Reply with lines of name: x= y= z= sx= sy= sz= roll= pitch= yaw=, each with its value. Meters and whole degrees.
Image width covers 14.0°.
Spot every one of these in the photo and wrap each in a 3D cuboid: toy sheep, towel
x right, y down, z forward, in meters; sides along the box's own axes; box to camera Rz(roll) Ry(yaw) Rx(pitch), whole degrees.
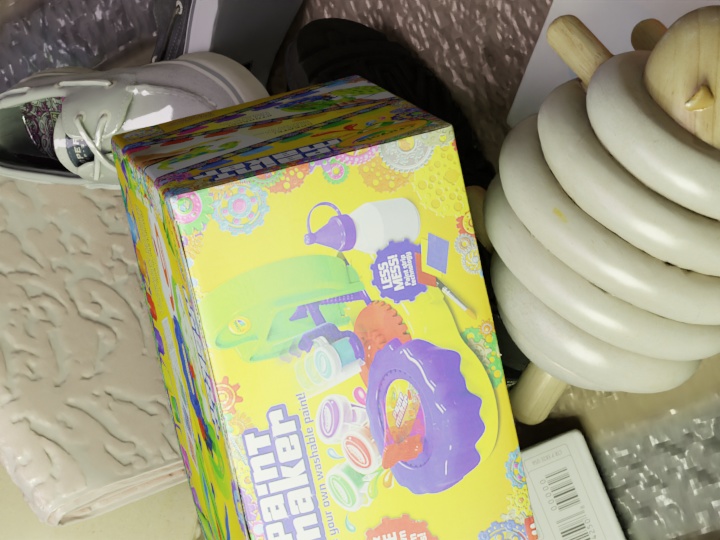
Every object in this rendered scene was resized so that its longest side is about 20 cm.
toy sheep: x=0.111 y=-0.020 z=1.202 sx=0.138 sy=0.138 sz=0.201 roll=42 pitch=125 yaw=27
towel: x=-0.139 y=0.027 z=1.481 sx=0.200 sy=0.190 sz=0.032 roll=53 pitch=130 yaw=21

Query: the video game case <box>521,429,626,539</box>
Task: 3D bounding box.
video game case: x=0.058 y=0.201 z=1.375 sx=0.023 sy=0.181 sz=0.201 roll=85 pitch=163 yaw=-84

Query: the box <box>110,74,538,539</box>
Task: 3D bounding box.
box: x=-0.018 y=0.036 z=1.257 sx=0.193 sy=0.121 sz=0.201 roll=-138 pitch=35 yaw=-74

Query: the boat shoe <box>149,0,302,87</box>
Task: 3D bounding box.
boat shoe: x=-0.075 y=-0.125 z=1.469 sx=0.066 sy=0.070 sz=0.201 roll=39 pitch=133 yaw=28

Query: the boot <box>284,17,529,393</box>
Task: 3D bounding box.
boot: x=-0.001 y=0.001 z=1.419 sx=0.158 sy=0.079 sz=0.212 roll=-45 pitch=71 yaw=41

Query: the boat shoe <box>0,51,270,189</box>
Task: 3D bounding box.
boat shoe: x=-0.123 y=-0.070 z=1.441 sx=0.199 sy=0.068 sz=0.072 roll=12 pitch=119 yaw=45

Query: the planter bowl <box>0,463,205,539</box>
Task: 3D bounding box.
planter bowl: x=-0.133 y=0.138 z=1.525 sx=0.134 sy=0.200 sz=0.201 roll=8 pitch=109 yaw=14

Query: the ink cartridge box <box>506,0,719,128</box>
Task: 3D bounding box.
ink cartridge box: x=0.161 y=-0.105 z=1.256 sx=0.160 sy=0.047 sz=0.201 roll=39 pitch=127 yaw=29
